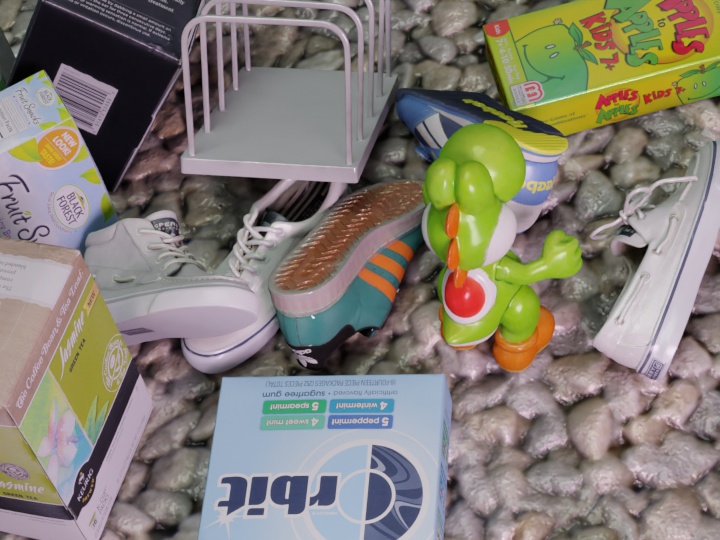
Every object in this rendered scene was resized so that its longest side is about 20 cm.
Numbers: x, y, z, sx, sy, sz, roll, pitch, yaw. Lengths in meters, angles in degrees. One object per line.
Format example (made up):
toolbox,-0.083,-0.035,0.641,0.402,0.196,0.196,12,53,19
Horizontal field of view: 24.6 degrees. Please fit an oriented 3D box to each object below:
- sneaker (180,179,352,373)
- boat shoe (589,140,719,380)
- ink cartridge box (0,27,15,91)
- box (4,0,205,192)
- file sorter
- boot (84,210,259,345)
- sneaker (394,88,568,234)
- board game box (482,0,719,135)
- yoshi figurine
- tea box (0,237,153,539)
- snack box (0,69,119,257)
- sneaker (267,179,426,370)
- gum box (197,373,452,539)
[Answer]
sneaker,-0.078,-0.013,1.278,0.072,0.071,0.201,21,61,25
boat shoe,0.213,-0.021,1.217,0.085,0.075,0.204,21,66,6
ink cartridge box,-0.402,-0.162,1.413,0.198,0.147,0.085,-16,53,1
box,-0.202,-0.210,1.354,0.123,0.200,0.198,24,54,-12
file sorter,-0.052,-0.168,1.302,0.137,0.126,0.200,4,27,9
boot,-0.149,-0.001,1.236,0.198,0.073,0.097,-8,69,41
sneaker,0.083,-0.093,1.298,0.073,0.083,0.200,-3,22,-27
board game box,0.208,-0.176,1.351,0.198,0.048,0.102,-15,52,1
yoshi figurine,0.092,-0.026,1.170,0.111,0.201,0.113,-20,52,-2
tea box,-0.280,0.080,1.176,0.198,0.198,0.135,9,56,17
snack box,-0.296,-0.038,1.283,0.199,0.169,0.068,-31,54,-10
sneaker,0.000,0.000,1.261,0.071,0.081,0.200,13,37,33
gum box,-0.026,0.168,1.151,0.168,0.045,0.202,-1,55,11
